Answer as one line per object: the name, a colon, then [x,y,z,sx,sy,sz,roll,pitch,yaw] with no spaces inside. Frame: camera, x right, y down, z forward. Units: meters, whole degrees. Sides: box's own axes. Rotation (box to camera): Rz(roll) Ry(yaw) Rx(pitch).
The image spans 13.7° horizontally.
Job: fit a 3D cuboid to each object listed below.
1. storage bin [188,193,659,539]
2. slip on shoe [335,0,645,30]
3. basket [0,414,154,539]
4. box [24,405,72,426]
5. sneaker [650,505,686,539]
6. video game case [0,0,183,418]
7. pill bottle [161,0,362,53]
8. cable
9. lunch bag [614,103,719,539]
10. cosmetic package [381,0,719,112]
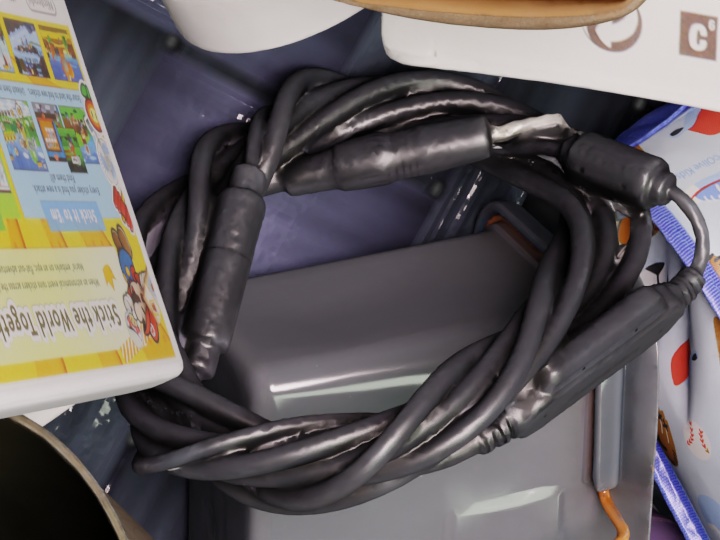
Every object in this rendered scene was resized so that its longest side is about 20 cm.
storage bin: [0.017,0.088,1.018,0.134,0.146,0.201,-7,114,-18]
slip on shoe: [-0.012,-0.103,0.802,0.199,0.061,0.076,12,128,2]
basket: [-0.089,0.145,0.883,0.200,0.135,0.181,39,52,-68]
box: [-0.186,-0.021,0.862,0.124,0.097,0.200,-34,124,-15]
sneaker: [0.086,0.189,1.125,0.076,0.088,0.201,5,108,-33]
video game case: [-0.111,-0.050,0.809,0.023,0.200,0.183,-19,87,12]
pill bottle: [-0.055,-0.167,0.870,0.113,0.113,0.200,-35,124,-14]
cable: [0.000,0.000,0.940,0.200,0.163,0.051,-34,145,-26]
lunch bag: [0.177,0.016,1.073,0.170,0.124,0.200,-30,93,-28]
cosmetic package: [0.120,-0.155,0.903,0.200,0.164,0.166,-36,133,-55]
